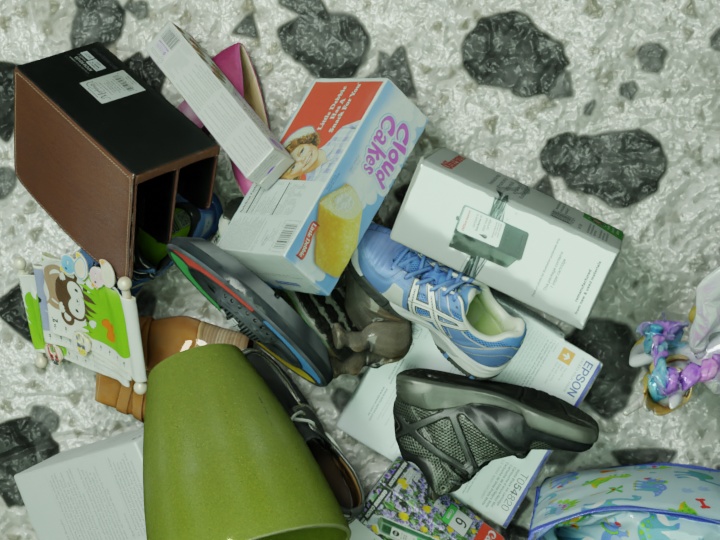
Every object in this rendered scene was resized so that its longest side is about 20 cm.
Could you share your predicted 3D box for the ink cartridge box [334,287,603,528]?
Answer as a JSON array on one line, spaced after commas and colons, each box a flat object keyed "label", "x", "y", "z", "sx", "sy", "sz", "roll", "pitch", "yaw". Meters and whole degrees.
[{"label": "ink cartridge box", "x": 0.107, "y": 0.119, "z": 1.603, "sx": 0.199, "sy": 0.041, "sz": 0.201, "roll": 31, "pitch": 102, "yaw": 5}]

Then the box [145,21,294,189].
[{"label": "box", "x": -0.135, "y": -0.158, "z": 1.542, "sx": 0.041, "sy": 0.039, "sz": 0.200, "roll": -47, "pitch": 58, "yaw": 11}]

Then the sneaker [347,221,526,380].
[{"label": "sneaker", "x": 0.073, "y": 0.016, "z": 1.522, "sx": 0.199, "sy": 0.076, "sz": 0.077, "roll": 37, "pitch": 145, "yaw": -7}]

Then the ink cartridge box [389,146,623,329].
[{"label": "ink cartridge box", "x": 0.139, "y": -0.034, "z": 1.524, "sx": 0.199, "sy": 0.147, "sz": 0.084, "roll": 26, "pitch": 103, "yaw": 7}]

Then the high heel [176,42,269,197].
[{"label": "high heel", "x": -0.088, "y": -0.124, "z": 1.596, "sx": 0.096, "sy": 0.067, "sz": 0.200, "roll": -46, "pitch": 77, "yaw": 18}]

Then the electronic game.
[{"label": "electronic game", "x": -0.103, "y": 0.039, "z": 1.527, "sx": 0.200, "sy": 0.200, "sz": 0.042, "roll": 41, "pitch": 80, "yaw": 3}]

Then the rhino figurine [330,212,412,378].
[{"label": "rhino figurine", "x": 0.000, "y": 0.000, "z": 1.571, "sx": 0.087, "sy": 0.060, "sz": 0.202, "roll": -4, "pitch": 74, "yaw": -19}]

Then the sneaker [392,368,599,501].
[{"label": "sneaker", "x": 0.124, "y": 0.165, "z": 1.549, "sx": 0.197, "sy": 0.076, "sz": 0.115, "roll": 9, "pitch": 101, "yaw": 12}]

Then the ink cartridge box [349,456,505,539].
[{"label": "ink cartridge box", "x": 0.082, "y": 0.286, "z": 1.607, "sx": 0.199, "sy": 0.050, "sz": 0.109, "roll": 38, "pitch": 127, "yaw": 4}]

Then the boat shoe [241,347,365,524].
[{"label": "boat shoe", "x": -0.060, "y": 0.158, "z": 1.586, "sx": 0.071, "sy": 0.068, "sz": 0.201, "roll": -28, "pitch": 83, "yaw": -28}]

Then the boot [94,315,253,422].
[{"label": "boot", "x": -0.196, "y": 0.145, "z": 1.643, "sx": 0.154, "sy": 0.077, "sz": 0.202, "roll": 8, "pitch": 96, "yaw": 7}]

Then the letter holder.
[{"label": "letter holder", "x": -0.240, "y": -0.101, "z": 1.574, "sx": 0.200, "sy": 0.100, "sz": 0.143, "roll": 40, "pitch": 137, "yaw": 31}]

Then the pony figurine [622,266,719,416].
[{"label": "pony figurine", "x": 0.327, "y": 0.076, "z": 1.475, "sx": 0.192, "sy": 0.200, "sz": 0.168, "roll": -23, "pitch": 93, "yaw": 12}]

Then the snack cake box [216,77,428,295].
[{"label": "snack cake box", "x": -0.036, "y": -0.081, "z": 1.520, "sx": 0.067, "sy": 0.115, "sz": 0.201, "roll": 41, "pitch": 70, "yaw": -33}]

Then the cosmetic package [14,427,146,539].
[{"label": "cosmetic package", "x": -0.245, "y": 0.221, "z": 1.625, "sx": 0.199, "sy": 0.071, "sz": 0.102, "roll": -18, "pitch": 95, "yaw": 40}]

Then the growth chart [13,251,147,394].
[{"label": "growth chart", "x": -0.275, "y": 0.047, "z": 1.606, "sx": 0.199, "sy": 0.018, "sz": 0.146, "roll": 12, "pitch": 121, "yaw": 44}]

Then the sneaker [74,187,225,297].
[{"label": "sneaker", "x": -0.228, "y": -0.020, "z": 1.621, "sx": 0.199, "sy": 0.089, "sz": 0.079, "roll": -36, "pitch": 90, "yaw": 15}]

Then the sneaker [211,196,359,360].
[{"label": "sneaker", "x": -0.078, "y": 0.021, "z": 1.624, "sx": 0.200, "sy": 0.077, "sz": 0.089, "roll": 49, "pitch": 134, "yaw": 0}]

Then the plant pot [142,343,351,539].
[{"label": "plant pot", "x": -0.125, "y": 0.177, "z": 1.504, "sx": 0.186, "sy": 0.187, "sz": 0.202, "roll": -24, "pitch": 68, "yaw": 13}]

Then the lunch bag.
[{"label": "lunch bag", "x": 0.258, "y": 0.247, "z": 1.528, "sx": 0.198, "sy": 0.170, "sz": 0.129, "roll": 12, "pitch": 99, "yaw": 8}]
